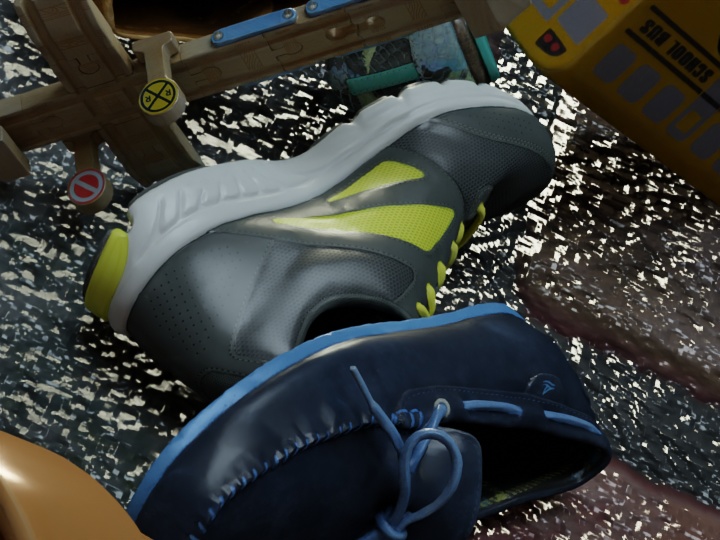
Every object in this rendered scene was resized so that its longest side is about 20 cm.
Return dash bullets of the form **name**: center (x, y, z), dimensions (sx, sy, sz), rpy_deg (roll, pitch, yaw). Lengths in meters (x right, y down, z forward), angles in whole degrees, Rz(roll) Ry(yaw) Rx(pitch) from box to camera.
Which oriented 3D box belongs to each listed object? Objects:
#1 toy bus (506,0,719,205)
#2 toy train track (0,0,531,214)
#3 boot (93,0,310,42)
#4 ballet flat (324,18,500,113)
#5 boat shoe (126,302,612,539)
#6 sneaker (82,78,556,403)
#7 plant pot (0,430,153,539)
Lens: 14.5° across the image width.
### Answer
- **toy bus**: center (0.134, -0.081, 1.090), dimensions (0.200, 0.078, 0.065), rpy_deg (30, 20, -52)
- **toy train track**: center (-0.041, -0.060, 0.926), dimensions (0.200, 0.115, 0.033), rpy_deg (-17, 57, 11)
- **boot**: center (-0.025, -0.134, 1.052), dimensions (0.201, 0.071, 0.144), rpy_deg (-19, 32, -20)
- **ballet flat**: center (0.016, -0.103, 1.083), dimensions (0.074, 0.074, 0.200), rpy_deg (25, 16, -3)
- **boat shoe**: center (0.014, 0.056, 0.870), dimensions (0.069, 0.084, 0.200), rpy_deg (45, 40, 21)
- **sneaker**: center (0.000, 0.000, 0.954), dimensions (0.200, 0.075, 0.085), rpy_deg (-23, 64, -38)
- **plant pot**: center (-0.075, 0.137, 0.625), dimensions (0.140, 0.200, 0.200), rpy_deg (18, 32, -41)
